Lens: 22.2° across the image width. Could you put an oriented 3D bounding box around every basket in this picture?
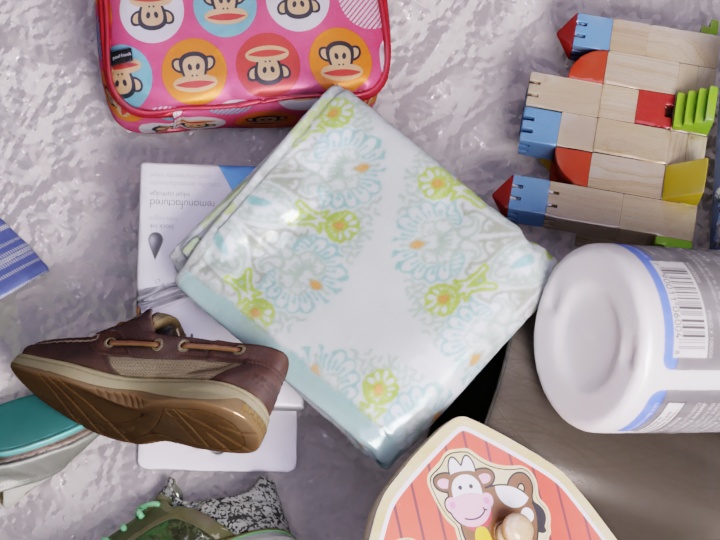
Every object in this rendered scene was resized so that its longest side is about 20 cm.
[{"bbox_3d":[0.156,0.124,1.207,0.199,0.136,0.181,25,47,-8],"label":"basket"}]

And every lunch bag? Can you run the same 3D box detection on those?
[{"bbox_3d":[-0.081,-0.186,1.248,0.198,0.082,0.178,-4,80,-8],"label":"lunch bag"}]

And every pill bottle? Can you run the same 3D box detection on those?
[{"bbox_3d":[0.217,0.044,1.142,0.199,0.113,0.115,3,83,-32],"label":"pill bottle"}]

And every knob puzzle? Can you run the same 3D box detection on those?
[{"bbox_3d":[0.083,0.180,1.067,0.218,0.030,0.221,12,64,-25],"label":"knob puzzle"}]

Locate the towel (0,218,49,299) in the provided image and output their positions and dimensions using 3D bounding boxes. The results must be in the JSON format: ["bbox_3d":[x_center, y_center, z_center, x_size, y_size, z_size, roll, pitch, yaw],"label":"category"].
[{"bbox_3d":[-0.300,-0.049,1.182,0.200,0.145,0.024,42,106,0],"label":"towel"}]

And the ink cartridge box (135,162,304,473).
[{"bbox_3d":[-0.092,0.033,1.225,0.115,0.067,0.202,1,84,-5],"label":"ink cartridge box"}]

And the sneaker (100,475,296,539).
[{"bbox_3d":[-0.134,0.184,1.218,0.198,0.077,0.089,-8,53,-5],"label":"sneaker"}]

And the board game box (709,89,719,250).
[{"bbox_3d":[0.303,-0.044,1.241,0.134,0.035,0.202,-5,105,-20],"label":"board game box"}]

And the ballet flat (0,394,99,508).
[{"bbox_3d":[-0.255,0.131,1.203,0.199,0.067,0.064,-15,124,-21],"label":"ballet flat"}]

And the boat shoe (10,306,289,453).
[{"bbox_3d":[-0.130,0.062,1.150,0.199,0.072,0.072,4,55,37],"label":"boat shoe"}]

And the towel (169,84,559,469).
[{"bbox_3d":[0.000,0.000,1.157,0.200,0.048,0.171,41,82,16],"label":"towel"}]

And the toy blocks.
[{"bbox_3d":[0.167,-0.094,1.260,0.135,0.100,0.202,10,72,4],"label":"toy blocks"}]
